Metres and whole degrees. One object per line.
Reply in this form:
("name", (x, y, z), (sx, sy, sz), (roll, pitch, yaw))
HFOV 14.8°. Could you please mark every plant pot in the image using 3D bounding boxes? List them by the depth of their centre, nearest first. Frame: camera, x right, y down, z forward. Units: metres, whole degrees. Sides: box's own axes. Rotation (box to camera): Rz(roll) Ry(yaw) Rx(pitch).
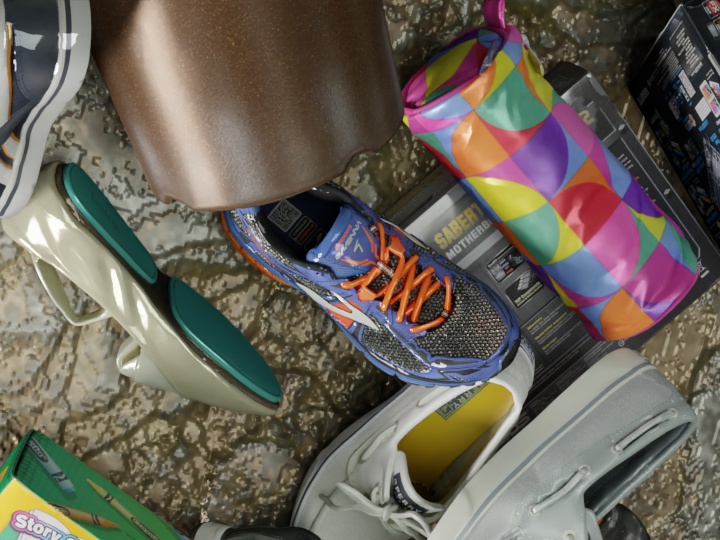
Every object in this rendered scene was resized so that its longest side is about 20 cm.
("plant pot", (-0.073, -0.153, 1.498), (0.199, 0.200, 0.199), (-23, 115, -12))

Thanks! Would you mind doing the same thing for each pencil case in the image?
("pencil case", (0.109, -0.053, 1.574), (0.088, 0.088, 0.200), (-42, 110, -6))

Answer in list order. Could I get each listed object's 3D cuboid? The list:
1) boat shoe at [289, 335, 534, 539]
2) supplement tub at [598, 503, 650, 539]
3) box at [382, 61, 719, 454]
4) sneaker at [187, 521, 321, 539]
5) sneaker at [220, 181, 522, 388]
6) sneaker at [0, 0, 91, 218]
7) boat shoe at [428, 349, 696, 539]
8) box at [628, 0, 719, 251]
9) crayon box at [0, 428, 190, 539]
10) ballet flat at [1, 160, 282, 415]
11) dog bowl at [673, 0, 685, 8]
("boat shoe", (0.028, 0.122, 1.597), (0.075, 0.086, 0.202), (40, 114, -14))
("supplement tub", (0.136, 0.224, 1.667), (0.122, 0.122, 0.201), (-29, 107, -10))
("box", (0.098, 0.000, 1.649), (0.200, 0.048, 0.159), (-41, 109, -6))
("sneaker", (-0.032, 0.235, 1.629), (0.090, 0.066, 0.201), (-12, 106, 23))
("sneaker", (0.000, 0.000, 1.551), (0.199, 0.078, 0.076), (29, 79, 14))
("sneaker", (-0.202, -0.093, 1.469), (0.079, 0.200, 0.079), (0, 63, -20))
("boat shoe", (0.109, 0.132, 1.552), (0.201, 0.071, 0.070), (-45, 154, -13))
("box", (0.221, -0.069, 1.570), (0.046, 0.200, 0.160), (-28, 83, -7))
("crayon box", (-0.144, 0.197, 1.566), (0.200, 0.058, 0.119), (37, 114, -10))
("ballet flat", (-0.129, 0.022, 1.580), (0.069, 0.069, 0.200), (-43, 108, -5))
("dog bowl", (0.258, -0.131, 1.593), (0.078, 0.200, 0.201), (-27, 108, -8))
